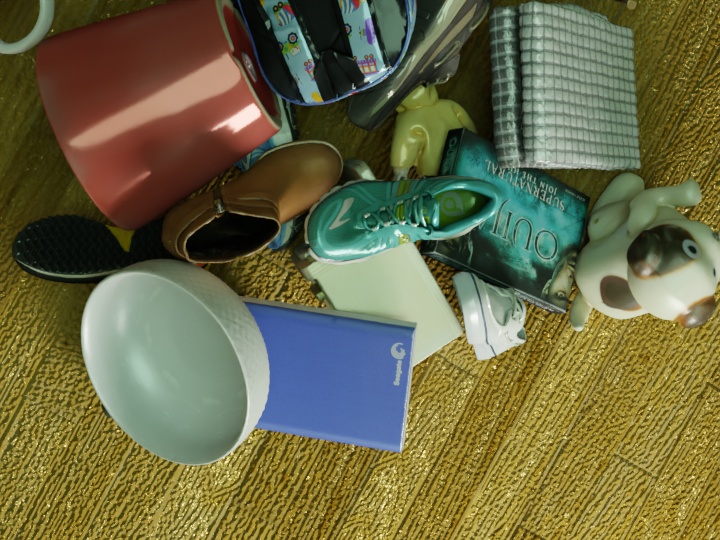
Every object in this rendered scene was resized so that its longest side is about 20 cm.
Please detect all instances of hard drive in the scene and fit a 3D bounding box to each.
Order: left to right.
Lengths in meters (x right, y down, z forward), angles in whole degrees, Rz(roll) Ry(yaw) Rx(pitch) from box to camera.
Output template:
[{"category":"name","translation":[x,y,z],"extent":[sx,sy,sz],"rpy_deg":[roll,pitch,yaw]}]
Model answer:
[{"category":"hard drive","translation":[-0.049,0.101,1.165],"extent":[0.197,0.025,0.134],"rpy_deg":[8,109,8]}]

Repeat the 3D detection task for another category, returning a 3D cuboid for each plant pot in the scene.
[{"category":"plant pot","translation":[-0.180,-0.162,1.115],"extent":[0.175,0.201,0.202],"rpy_deg":[-23,100,8]}]

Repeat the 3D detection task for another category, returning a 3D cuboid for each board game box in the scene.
[{"category":"board game box","translation":[0.157,-0.049,1.242],"extent":[0.198,0.028,0.137],"rpy_deg":[22,76,-34]}]

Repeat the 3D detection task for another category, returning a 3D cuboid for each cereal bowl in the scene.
[{"category":"cereal bowl","translation":[-0.166,0.078,1.118],"extent":[0.198,0.083,0.203],"rpy_deg":[13,118,26]}]

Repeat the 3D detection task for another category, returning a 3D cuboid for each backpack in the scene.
[{"category":"backpack","translation":[-0.024,-0.262,1.120],"extent":[0.181,0.134,0.202],"rpy_deg":[-19,87,21]}]

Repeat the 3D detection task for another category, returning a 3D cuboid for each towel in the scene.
[{"category":"towel","translation":[0.209,-0.186,1.223],"extent":[0.199,0.085,0.168],"rpy_deg":[-4,90,-49]}]

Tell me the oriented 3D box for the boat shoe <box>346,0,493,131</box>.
[{"category":"boat shoe","translation":[0.066,-0.216,1.171],"extent":[0.073,0.075,0.201],"rpy_deg":[35,97,-36]}]

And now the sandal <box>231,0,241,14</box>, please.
[{"category":"sandal","translation":[-0.112,-0.272,1.218],"extent":[0.198,0.045,0.076],"rpy_deg":[22,97,-26]}]

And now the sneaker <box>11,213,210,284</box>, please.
[{"category":"sneaker","translation":[-0.250,-0.005,1.195],"extent":[0.197,0.090,0.071],"rpy_deg":[-2,59,-8]}]

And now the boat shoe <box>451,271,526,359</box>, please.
[{"category":"boat shoe","translation":[0.138,0.041,1.220],"extent":[0.066,0.200,0.074],"rpy_deg":[-16,75,6]}]

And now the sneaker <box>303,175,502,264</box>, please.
[{"category":"sneaker","translation":[0.041,-0.056,1.114],"extent":[0.198,0.080,0.079],"rpy_deg":[-15,95,-17]}]

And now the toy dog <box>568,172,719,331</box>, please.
[{"category":"toy dog","translation":[0.304,-0.012,1.236],"extent":[0.193,0.200,0.140],"rpy_deg":[-35,100,-5]}]

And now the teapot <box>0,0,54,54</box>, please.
[{"category":"teapot","translation":[-0.386,-0.311,1.098],"extent":[0.195,0.201,0.147],"rpy_deg":[17,115,-29]}]

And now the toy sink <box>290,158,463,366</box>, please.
[{"category":"toy sink","translation":[0.000,0.000,1.219],"extent":[0.111,0.130,0.201],"rpy_deg":[-32,101,-5]}]

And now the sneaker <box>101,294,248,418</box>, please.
[{"category":"sneaker","translation":[-0.185,0.079,1.223],"extent":[0.197,0.076,0.116],"rpy_deg":[-22,98,-10]}]

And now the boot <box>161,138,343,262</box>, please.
[{"category":"boot","translation":[-0.093,-0.064,1.100],"extent":[0.198,0.155,0.078],"rpy_deg":[-19,103,-11]}]

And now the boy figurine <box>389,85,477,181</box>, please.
[{"category":"boy figurine","translation":[0.073,-0.131,1.245],"extent":[0.124,0.064,0.202],"rpy_deg":[-32,100,-32]}]

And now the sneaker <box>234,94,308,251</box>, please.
[{"category":"sneaker","translation":[-0.107,-0.119,1.227],"extent":[0.089,0.078,0.203],"rpy_deg":[-9,94,10]}]

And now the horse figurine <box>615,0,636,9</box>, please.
[{"category":"horse figurine","translation":[0.218,-0.326,1.239],"extent":[0.198,0.133,0.050],"rpy_deg":[11,114,-19]}]
